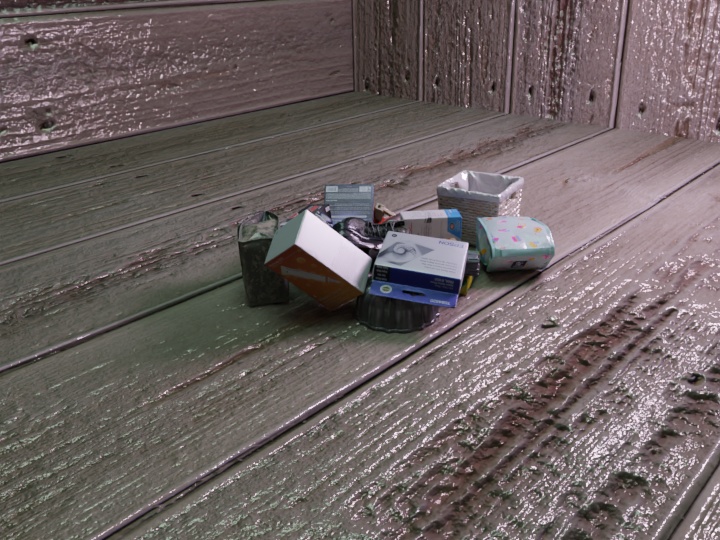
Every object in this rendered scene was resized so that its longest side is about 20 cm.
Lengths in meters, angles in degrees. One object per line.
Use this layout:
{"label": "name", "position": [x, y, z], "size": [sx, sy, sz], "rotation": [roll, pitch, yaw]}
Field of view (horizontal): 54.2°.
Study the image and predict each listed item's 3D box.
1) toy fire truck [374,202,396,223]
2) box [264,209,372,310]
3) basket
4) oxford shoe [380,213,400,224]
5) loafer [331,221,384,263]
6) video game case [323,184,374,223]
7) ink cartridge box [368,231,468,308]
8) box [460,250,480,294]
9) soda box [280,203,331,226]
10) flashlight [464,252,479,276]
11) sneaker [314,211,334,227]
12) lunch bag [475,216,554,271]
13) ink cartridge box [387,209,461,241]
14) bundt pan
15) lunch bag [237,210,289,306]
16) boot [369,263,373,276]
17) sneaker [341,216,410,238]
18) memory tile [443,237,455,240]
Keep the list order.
{"label": "toy fire truck", "position": [0.048, -0.160, 2.000], "size": [0.140, 0.199, 0.050], "rotation": [-6, 52, 57]}
{"label": "box", "position": [-0.091, -0.020, 1.546], "size": [0.123, 0.198, 0.099], "rotation": [-27, 36, 44]}
{"label": "basket", "position": [0.335, -0.175, 1.984], "size": [0.196, 0.165, 0.197], "rotation": [13, 27, 29]}
{"label": "oxford shoe", "position": [0.080, -0.104, 1.892], "size": [0.199, 0.072, 0.072], "rotation": [-40, 0, -37]}
{"label": "loafer", "position": [0.015, -0.042, 1.682], "size": [0.196, 0.073, 0.074], "rotation": [21, 46, -19]}
{"label": "video game case", "position": [-0.034, -0.142, 1.935], "size": [0.139, 0.205, 0.019], "rotation": [0, -19, 4]}
{"label": "ink cartridge box", "position": [0.130, -0.008, 1.543], "size": [0.194, 0.041, 0.202], "rotation": [9, 37, 10]}
{"label": "box", "position": [0.223, 0.003, 1.729], "size": [0.114, 0.050, 0.200], "rotation": [7, 23, 18]}
{"label": "soda box", "position": [-0.146, -0.113, 1.832], "size": [0.069, 0.065, 0.200], "rotation": [0, 22, 24]}
{"label": "flashlight", "position": [0.180, -0.021, 1.646], "size": [0.194, 0.070, 0.068], "rotation": [3, 30, 12]}
{"label": "sneaker", "position": [-0.112, -0.104, 1.677], "size": [0.085, 0.077, 0.200], "rotation": [-43, -2, 11]}
{"label": "lunch bag", "position": [0.387, -0.063, 1.780], "size": [0.165, 0.125, 0.201], "rotation": [-2, 17, -2]}
{"label": "ink cartridge box", "position": [0.164, -0.094, 1.865], "size": [0.194, 0.119, 0.068], "rotation": [-2, 23, -3]}
{"label": "bundt pan", "position": [0.081, 0.059, 1.573], "size": [0.196, 0.078, 0.203], "rotation": [-1, 24, 1]}
{"label": "lunch bag", "position": [-0.233, -0.035, 1.690], "size": [0.114, 0.168, 0.201], "rotation": [-7, 24, -5]}
{"label": "boot", "position": [0.000, 0.000, 1.753], "size": [0.095, 0.076, 0.200], "rotation": [21, 15, -7]}
{"label": "sneaker", "position": [0.048, -0.095, 1.735], "size": [0.196, 0.078, 0.113], "rotation": [22, -32, -32]}
{"label": "memory tile", "position": [0.151, -0.034, 1.765], "size": [0.195, 0.017, 0.154], "rotation": [-18, 16, 9]}
